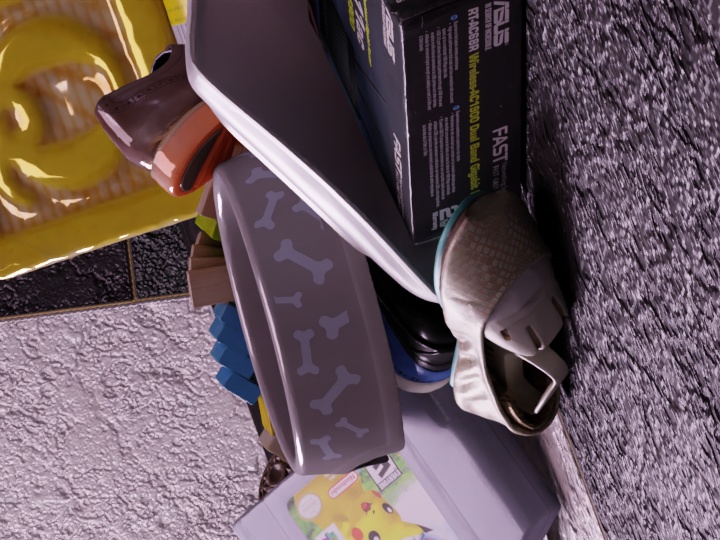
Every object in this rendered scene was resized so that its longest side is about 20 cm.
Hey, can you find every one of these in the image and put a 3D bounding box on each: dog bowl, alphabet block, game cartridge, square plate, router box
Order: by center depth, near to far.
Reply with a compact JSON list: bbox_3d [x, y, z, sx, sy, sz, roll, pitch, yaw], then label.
[{"bbox_3d":[0.022,-0.128,1.313,0.200,0.062,0.150,83,164,-60],"label":"router box"},{"bbox_3d":[-0.029,-0.094,1.407,0.200,0.028,0.198,43,-155,-31],"label":"square plate"},{"bbox_3d":[-0.031,0.021,1.504,0.200,0.058,0.201,166,90,-83],"label":"dog bowl"},{"bbox_3d":[0.021,0.153,1.610,0.133,0.040,0.200,52,126,7],"label":"game cartridge"},{"bbox_3d":[-0.157,-0.125,1.849,0.200,0.195,0.197,-28,-81,-65],"label":"alphabet block"}]

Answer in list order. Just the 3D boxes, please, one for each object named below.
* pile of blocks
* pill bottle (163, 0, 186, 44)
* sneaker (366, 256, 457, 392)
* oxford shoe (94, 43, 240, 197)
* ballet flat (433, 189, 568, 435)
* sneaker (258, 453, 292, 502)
[{"bbox_3d":[-0.067,0.016,1.633,0.062,0.082,0.201,-143,47,-70],"label":"pile of blocks"},{"bbox_3d":[-0.086,-0.220,1.703,0.104,0.104,0.201,-153,45,-79],"label":"pill bottle"},{"bbox_3d":[0.022,-0.040,1.509,0.111,0.076,0.201,124,135,-71],"label":"sneaker"},{"bbox_3d":[-0.075,-0.112,1.564,0.073,0.200,0.071,35,123,12],"label":"oxford shoe"},{"bbox_3d":[0.079,0.024,1.371,0.062,0.067,0.200,35,163,19],"label":"ballet flat"},{"bbox_3d":[0.026,0.165,1.689,0.200,0.071,0.075,19,174,36],"label":"sneaker"}]
